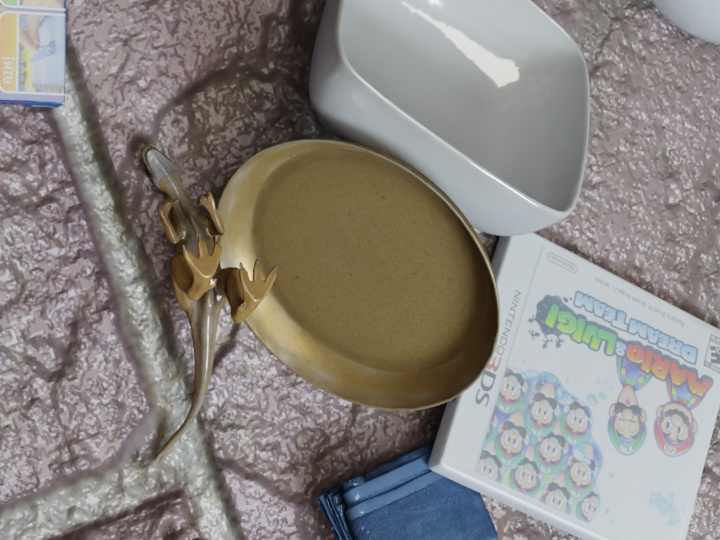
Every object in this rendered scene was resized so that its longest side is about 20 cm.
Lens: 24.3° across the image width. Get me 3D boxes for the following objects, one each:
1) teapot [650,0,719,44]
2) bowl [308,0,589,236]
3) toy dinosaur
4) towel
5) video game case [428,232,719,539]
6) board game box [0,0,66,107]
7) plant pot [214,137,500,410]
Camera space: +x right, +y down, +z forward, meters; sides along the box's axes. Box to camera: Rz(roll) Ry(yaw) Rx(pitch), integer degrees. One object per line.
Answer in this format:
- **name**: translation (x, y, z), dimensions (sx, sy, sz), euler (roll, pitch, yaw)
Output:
- **teapot**: translation (0.285, -0.250, 1.160), dimensions (0.196, 0.146, 0.201), euler (23, 85, -18)
- **bowl**: translation (0.053, -0.120, 1.084), dimensions (0.199, 0.075, 0.200), euler (32, 42, -18)
- **toy dinosaur**: translation (-0.099, 0.017, 1.065), dimensions (0.060, 0.106, 0.202), euler (-4, 86, -25)
- **towel**: translation (0.059, 0.217, 1.106), dimensions (0.111, 0.049, 0.201), euler (-17, 73, -36)
- **video game case**: translation (0.159, 0.090, 1.166), dimensions (0.199, 0.024, 0.183), euler (26, 69, -19)
- **board game box**: translation (-0.249, -0.204, 1.030), dimensions (0.134, 0.034, 0.202), euler (1, 91, -19)
- **plant pot**: translation (0.000, 0.000, 1.057), dimensions (0.200, 0.199, 0.028), euler (52, 42, -13)
